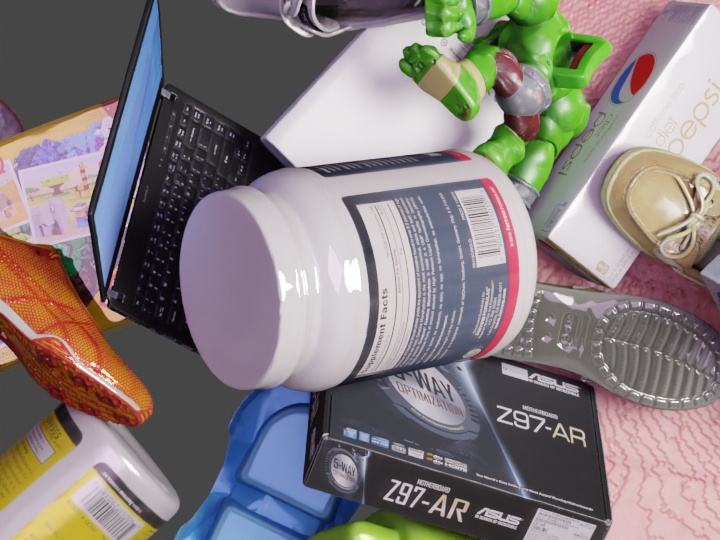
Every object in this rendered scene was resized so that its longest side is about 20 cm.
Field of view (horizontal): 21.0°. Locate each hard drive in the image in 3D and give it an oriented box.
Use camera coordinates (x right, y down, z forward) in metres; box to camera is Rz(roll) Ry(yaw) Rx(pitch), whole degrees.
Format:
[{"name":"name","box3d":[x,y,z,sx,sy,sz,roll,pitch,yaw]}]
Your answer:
[{"name":"hard drive","box3d":[0.043,-0.117,1.365,0.132,0.026,0.200,45,78,-12]}]

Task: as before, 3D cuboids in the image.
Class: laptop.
[{"name":"laptop","box3d":[-0.102,-0.054,1.282,0.199,0.103,0.178,29,58,-29]}]

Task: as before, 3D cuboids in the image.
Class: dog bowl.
[{"name":"dog bowl","box3d":[-0.059,0.169,1.366,0.111,0.050,0.201,25,86,1]}]

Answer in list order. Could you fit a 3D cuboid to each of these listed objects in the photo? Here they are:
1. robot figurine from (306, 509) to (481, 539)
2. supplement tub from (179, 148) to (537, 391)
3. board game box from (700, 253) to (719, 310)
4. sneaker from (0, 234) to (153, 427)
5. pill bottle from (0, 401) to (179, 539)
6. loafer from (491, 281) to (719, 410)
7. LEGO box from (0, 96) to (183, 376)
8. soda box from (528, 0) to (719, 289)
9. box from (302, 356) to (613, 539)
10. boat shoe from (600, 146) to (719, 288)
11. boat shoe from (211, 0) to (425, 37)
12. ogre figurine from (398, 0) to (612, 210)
[{"name":"robot figurine","box3d":[0.055,0.232,1.313,0.199,0.116,0.176,25,59,-25]},{"name":"supplement tub","box3d":[0.000,0.000,1.243,0.199,0.140,0.141,-9,86,-34]},{"name":"board game box","box3d":[0.344,0.009,1.313,0.200,0.041,0.200,-42,127,-9]},{"name":"sneaker","box3d":[-0.208,0.024,1.283,0.200,0.073,0.077,42,61,2]},{"name":"pill bottle","box3d":[-0.231,0.185,1.334,0.200,0.111,0.111,-40,88,-3]},{"name":"loafer","box3d":[0.163,0.041,1.361,0.199,0.070,0.076,18,99,-3]},{"name":"LEGO box","box3d":[-0.223,-0.018,1.362,0.199,0.077,0.150,-21,87,-1]},{"name":"soda box","box3d":[0.198,-0.089,1.366,0.068,0.064,0.200,36,88,-21]},{"name":"box","box3d":[0.064,0.109,1.303,0.199,0.160,0.044,18,120,-8]},{"name":"boat shoe","box3d":[0.250,-0.018,1.333,0.200,0.063,0.073,37,88,-26]},{"name":"boat shoe","box3d":[-0.028,-0.195,1.336,0.199,0.074,0.066,-5,54,34]},{"name":"ogre figurine","box3d":[0.103,-0.124,1.314,0.120,0.098,0.201,-42,112,-29]}]
